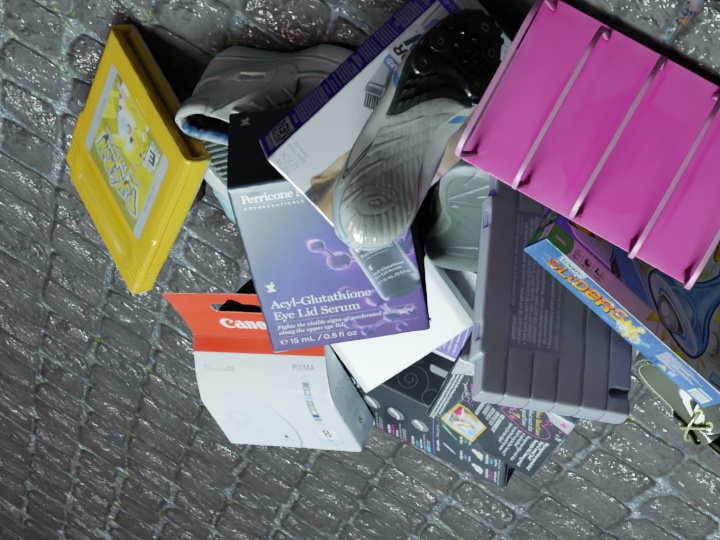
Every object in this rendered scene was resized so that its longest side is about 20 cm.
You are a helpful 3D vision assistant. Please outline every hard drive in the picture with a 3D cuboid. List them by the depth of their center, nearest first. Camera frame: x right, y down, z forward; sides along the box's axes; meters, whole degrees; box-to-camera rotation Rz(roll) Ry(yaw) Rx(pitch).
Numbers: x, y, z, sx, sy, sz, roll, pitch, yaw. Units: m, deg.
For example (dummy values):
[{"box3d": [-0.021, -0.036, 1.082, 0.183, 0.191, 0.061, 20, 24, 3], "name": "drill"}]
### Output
[{"box3d": [0.000, 0.000, 1.550, 0.132, 0.027, 0.200, -33, 97, 20], "name": "hard drive"}]

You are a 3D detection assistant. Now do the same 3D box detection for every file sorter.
[{"box3d": [0.184, -0.092, 1.175, 0.199, 0.139, 0.125, 30, -170, 7], "name": "file sorter"}]

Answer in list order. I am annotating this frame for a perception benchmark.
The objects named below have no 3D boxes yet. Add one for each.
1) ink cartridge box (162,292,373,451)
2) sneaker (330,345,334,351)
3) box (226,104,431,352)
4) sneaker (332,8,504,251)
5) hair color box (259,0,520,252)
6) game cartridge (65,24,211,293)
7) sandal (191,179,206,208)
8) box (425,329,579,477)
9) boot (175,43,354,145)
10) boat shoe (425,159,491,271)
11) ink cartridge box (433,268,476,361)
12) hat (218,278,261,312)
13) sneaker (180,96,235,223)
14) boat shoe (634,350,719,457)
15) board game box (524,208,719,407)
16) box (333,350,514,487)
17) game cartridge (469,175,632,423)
[{"box3d": [-0.096, 0.101, 1.619, 0.159, 0.047, 0.200, 1, 141, 31], "name": "ink cartridge box"}, {"box3d": [-0.023, 0.026, 1.687, 0.078, 0.077, 0.200, 58, 177, 18], "name": "sneaker"}, {"box3d": [-0.026, -0.041, 1.425, 0.147, 0.105, 0.201, -9, 132, 6], "name": "box"}, {"box3d": [0.037, -0.106, 1.217, 0.072, 0.201, 0.072, 32, 175, -15], "name": "sneaker"}, {"box3d": [0.032, -0.123, 1.274, 0.109, 0.200, 0.065, 45, -172, -21], "name": "hair color box"}, {"box3d": [-0.221, -0.105, 1.584, 0.177, 0.032, 0.200, 58, 140, 25], "name": "game cartridge"}, {"box3d": [-0.185, -0.084, 1.682, 0.057, 0.080, 0.201, 37, 161, 4], "name": "sandal"}, {"box3d": [0.161, 0.051, 1.401, 0.114, 0.200, 0.132, 29, 152, 4], "name": "box"}, {"box3d": [-0.072, -0.144, 1.449, 0.199, 0.096, 0.074, 6, 142, 40], "name": "boot"}, {"box3d": [0.098, -0.060, 1.453, 0.074, 0.065, 0.202, 8, 153, 7], "name": "boat shoe"}, {"box3d": [0.124, 0.050, 1.565, 0.199, 0.037, 0.095, 24, 115, 15], "name": "ink cartridge box"}, {"box3d": [-0.101, 0.063, 1.717, 0.201, 0.081, 0.201, 155, 90, -86], "name": "hat"}, {"box3d": [-0.125, -0.087, 1.616, 0.082, 0.074, 0.200, -10, 129, 47], "name": "sneaker"}, {"box3d": [0.331, 0.137, 1.506, 0.201, 0.060, 0.072, 36, 151, -4], "name": "boat shoe"}, {"box3d": [0.238, -0.007, 1.303, 0.200, 0.136, 0.034, 40, 152, -13], "name": "board game box"}, {"box3d": [0.084, 0.108, 1.648, 0.199, 0.122, 0.106, 24, 152, 17], "name": "box"}, {"box3d": [0.155, 0.016, 1.319, 0.129, 0.201, 0.038, 8, 159, -5], "name": "game cartridge"}]
